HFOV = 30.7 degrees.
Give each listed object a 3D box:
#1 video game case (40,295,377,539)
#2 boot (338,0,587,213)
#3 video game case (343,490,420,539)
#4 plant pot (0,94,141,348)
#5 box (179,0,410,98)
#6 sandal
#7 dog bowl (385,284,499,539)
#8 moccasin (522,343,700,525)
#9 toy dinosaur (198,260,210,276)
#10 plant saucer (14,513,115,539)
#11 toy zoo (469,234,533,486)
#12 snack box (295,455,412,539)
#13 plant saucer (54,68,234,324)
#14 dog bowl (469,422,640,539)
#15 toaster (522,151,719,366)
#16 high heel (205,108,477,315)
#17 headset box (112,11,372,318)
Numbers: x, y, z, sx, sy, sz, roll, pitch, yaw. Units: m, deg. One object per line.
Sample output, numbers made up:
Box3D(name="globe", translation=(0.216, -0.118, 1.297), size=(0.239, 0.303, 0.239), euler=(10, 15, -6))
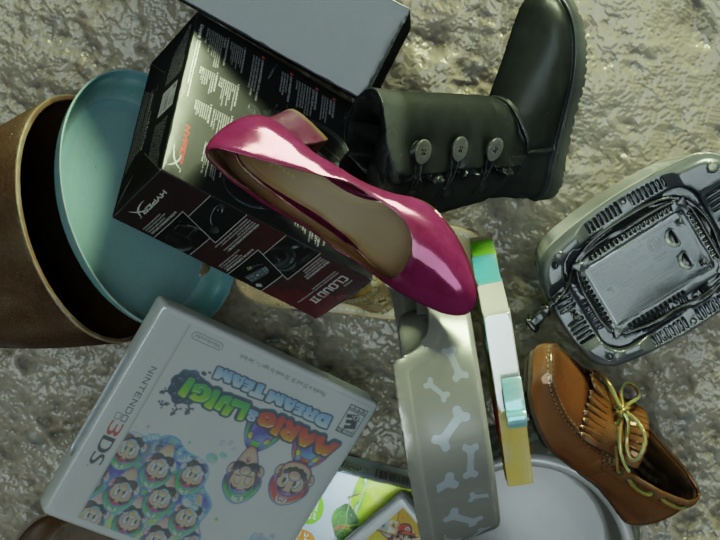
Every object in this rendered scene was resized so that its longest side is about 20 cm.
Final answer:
Box3D(name="video game case", translation=(-0.111, 0.137, 0.989), size=(0.198, 0.024, 0.183), euler=(27, 100, -28))
Box3D(name="boot", translation=(0.074, -0.125, 0.961), size=(0.198, 0.065, 0.168), euler=(-7, 105, -36))
Box3D(name="video game case", translation=(0.032, 0.307, 1.045), size=(0.182, 0.023, 0.200), euler=(-41, 92, 11))
Box3D(name="plant pot", translation=(-0.282, -0.017, 1.014), size=(0.197, 0.187, 0.190), euler=(-14, 96, 23))
Box3D(name="box", translation=(-0.064, -0.205, 0.983), size=(0.198, 0.141, 0.080), euler=(29, 98, -1))
Box3D(name="sandal", translation=(0.000, 0.006, 1.040), size=(0.208, 0.070, 0.079), euler=(-2, 97, 4))
Box3D(name="dog bowl", translation=(0.060, 0.101, 0.955), size=(0.058, 0.200, 0.203), euler=(-9, 97, 4))
Box3D(name="moccasin", translation=(0.186, 0.121, 0.965), size=(0.077, 0.074, 0.202), euler=(-19, 124, 35))
Box3D(name="toy dinosaur", translation=(-0.114, -0.071, 1.018), size=(0.058, 0.100, 0.203), euler=(-33, 57, 43))
Box3D(name="plant saucer", translation=(-0.205, 0.281, 1.076), size=(0.198, 0.032, 0.203), euler=(10, 113, 24))
Box3D(name="toy zoo", translation=(0.103, 0.067, 0.964), size=(0.020, 0.200, 0.133), euler=(-8, 110, 4))
Box3D(name="snack box", translation=(-0.059, 0.218, 1.078), size=(0.197, 0.053, 0.144), euler=(14, 98, 2))
Box3D(name="plant saucer", translation=(-0.163, -0.051, 0.992), size=(0.027, 0.200, 0.203), euler=(-15, 97, 31))
Box3D(name="dog bowl", translation=(0.135, 0.230, 1.066), size=(0.197, 0.059, 0.203), euler=(1, 97, 4))
Box3D(name="toaster", translation=(0.210, -0.007, 0.996), size=(0.199, 0.129, 0.114), euler=(-33, 93, 6))
Box3D(name="high heel", translation=(-0.014, -0.029, 0.866), size=(0.199, 0.096, 0.068), euler=(39, 124, 15))
Box3D(name="headset box", translation=(-0.066, -0.070, 0.962), size=(0.198, 0.151, 0.077), euler=(27, 141, -28))
